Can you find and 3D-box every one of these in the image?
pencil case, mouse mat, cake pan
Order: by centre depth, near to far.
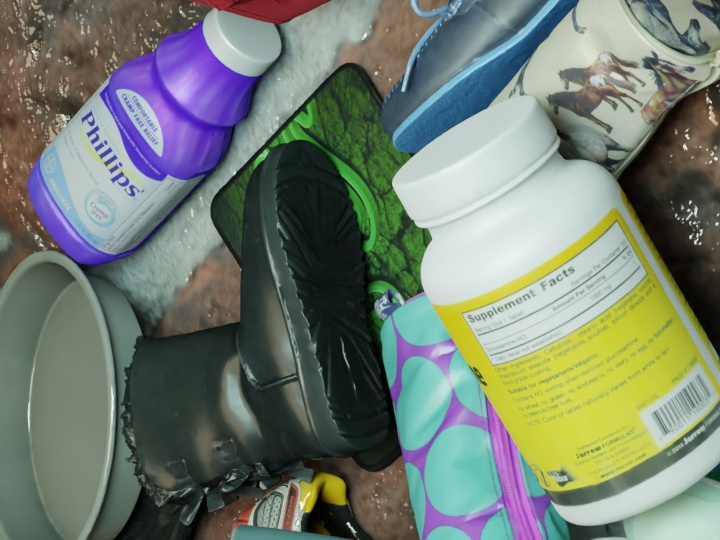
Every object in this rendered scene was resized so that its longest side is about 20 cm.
[{"bbox_3d":[0.117,-0.076,1.452,0.089,0.078,0.200,46,127,10],"label":"pencil case"},{"bbox_3d":[0.066,0.102,1.480,0.093,0.085,0.201,117,146,-55],"label":"pencil case"},{"bbox_3d":[0.000,0.000,1.618,0.161,0.008,0.201,-44,70,38],"label":"mouse mat"},{"bbox_3d":[-0.186,0.088,1.738,0.200,0.037,0.201,-6,83,58],"label":"cake pan"}]

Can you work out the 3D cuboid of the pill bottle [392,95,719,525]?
[{"bbox_3d":[0.101,0.018,1.395,0.112,0.112,0.201,-20,106,41],"label":"pill bottle"}]

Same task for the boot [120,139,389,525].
[{"bbox_3d":[-0.071,0.039,1.619,0.162,0.073,0.199,-19,79,39],"label":"boot"}]

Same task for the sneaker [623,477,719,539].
[{"bbox_3d":[0.175,0.164,1.348,0.074,0.118,0.201,-50,52,16],"label":"sneaker"}]

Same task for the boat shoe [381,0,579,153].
[{"bbox_3d":[0.083,-0.144,1.479,0.200,0.084,0.069,-41,65,21],"label":"boat shoe"}]

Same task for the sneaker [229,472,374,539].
[{"bbox_3d":[-0.002,0.209,1.620,0.082,0.078,0.200,-44,71,36],"label":"sneaker"}]

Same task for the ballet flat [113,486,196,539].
[{"bbox_3d":[-0.134,0.165,1.753,0.066,0.057,0.200,30,127,3],"label":"ballet flat"}]

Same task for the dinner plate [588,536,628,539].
[{"bbox_3d":[0.143,0.241,1.462,0.200,0.024,0.201,-2,87,41],"label":"dinner plate"}]

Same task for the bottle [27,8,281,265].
[{"bbox_3d":[-0.121,-0.086,1.663,0.200,0.065,0.084,-42,77,38],"label":"bottle"}]

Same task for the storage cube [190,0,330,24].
[{"bbox_3d":[-0.045,-0.252,1.466,0.179,0.170,0.201,-21,68,41],"label":"storage cube"}]

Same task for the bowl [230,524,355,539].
[{"bbox_3d":[0.000,0.228,1.500,0.104,0.201,0.202,-11,94,4],"label":"bowl"}]

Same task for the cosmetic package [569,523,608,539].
[{"bbox_3d":[0.109,0.223,1.544,0.082,0.051,0.201,-14,90,40],"label":"cosmetic package"}]

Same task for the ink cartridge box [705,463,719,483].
[{"bbox_3d":[0.241,0.103,1.400,0.200,0.042,0.120,-52,55,38],"label":"ink cartridge box"}]
